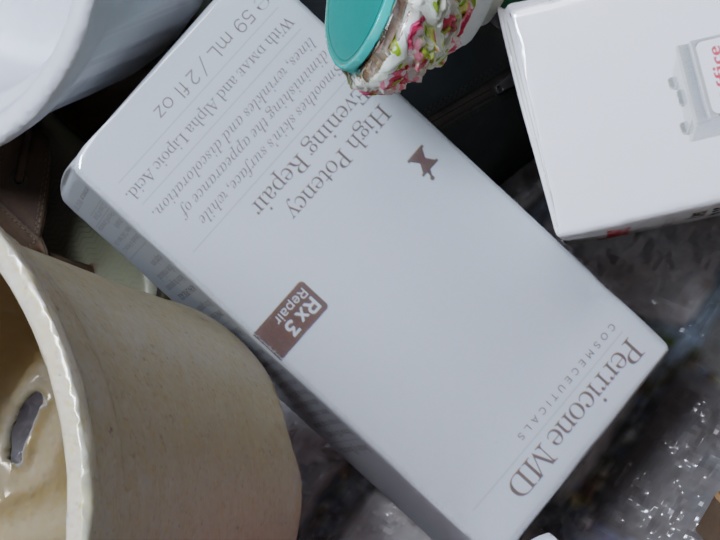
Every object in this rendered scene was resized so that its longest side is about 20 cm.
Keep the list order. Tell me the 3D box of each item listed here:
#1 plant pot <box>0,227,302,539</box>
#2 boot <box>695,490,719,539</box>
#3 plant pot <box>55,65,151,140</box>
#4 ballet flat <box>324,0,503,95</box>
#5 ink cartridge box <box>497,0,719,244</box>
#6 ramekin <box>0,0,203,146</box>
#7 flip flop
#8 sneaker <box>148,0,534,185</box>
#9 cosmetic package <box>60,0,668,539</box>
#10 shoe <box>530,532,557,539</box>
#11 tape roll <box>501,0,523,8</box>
[{"bbox_3d":[-0.116,0.071,0.698,0.199,0.183,0.202,-3,84,27],"label":"plant pot"},{"bbox_3d":[0.168,0.080,0.690,0.076,0.073,0.200,-61,19,3],"label":"boot"},{"bbox_3d":[-0.103,-0.182,0.941,0.199,0.175,0.201,-7,56,11],"label":"plant pot"},{"bbox_3d":[0.021,-0.117,0.777,0.076,0.064,0.201,-57,23,28],"label":"ballet flat"},{"bbox_3d":[0.156,-0.069,0.794,0.199,0.147,0.083,-13,88,6],"label":"ink cartridge box"},{"bbox_3d":[-0.139,-0.144,0.795,0.200,0.202,0.098,22,26,28],"label":"ramekin"},{"bbox_3d":[-0.147,-0.046,0.894,0.081,0.057,0.201,-33,84,28],"label":"flip flop"},{"bbox_3d":[-0.017,-0.095,0.881,0.106,0.200,0.075,-42,11,-20],"label":"sneaker"},{"bbox_3d":[0.000,0.000,0.791,0.200,0.074,0.102,41,78,-3],"label":"cosmetic package"},{"bbox_3d":[0.029,0.135,0.691,0.091,0.200,0.072,-29,85,-9],"label":"shoe"},{"bbox_3d":[0.103,-0.178,0.916,0.199,0.048,0.201,-10,37,8],"label":"tape roll"}]
